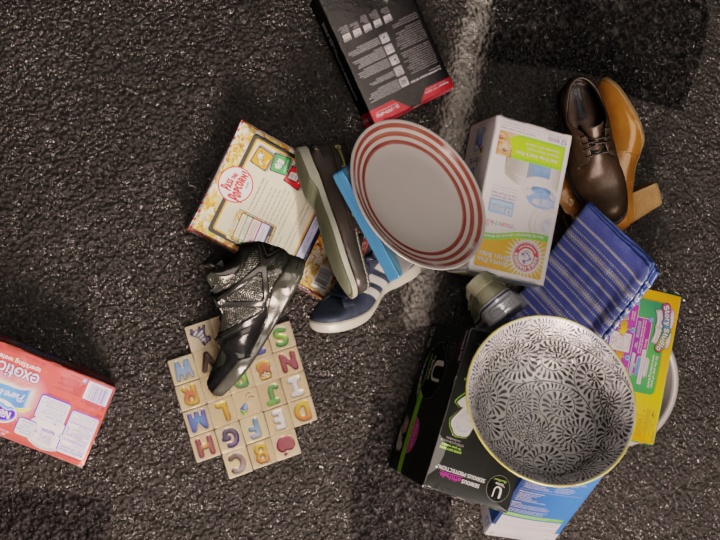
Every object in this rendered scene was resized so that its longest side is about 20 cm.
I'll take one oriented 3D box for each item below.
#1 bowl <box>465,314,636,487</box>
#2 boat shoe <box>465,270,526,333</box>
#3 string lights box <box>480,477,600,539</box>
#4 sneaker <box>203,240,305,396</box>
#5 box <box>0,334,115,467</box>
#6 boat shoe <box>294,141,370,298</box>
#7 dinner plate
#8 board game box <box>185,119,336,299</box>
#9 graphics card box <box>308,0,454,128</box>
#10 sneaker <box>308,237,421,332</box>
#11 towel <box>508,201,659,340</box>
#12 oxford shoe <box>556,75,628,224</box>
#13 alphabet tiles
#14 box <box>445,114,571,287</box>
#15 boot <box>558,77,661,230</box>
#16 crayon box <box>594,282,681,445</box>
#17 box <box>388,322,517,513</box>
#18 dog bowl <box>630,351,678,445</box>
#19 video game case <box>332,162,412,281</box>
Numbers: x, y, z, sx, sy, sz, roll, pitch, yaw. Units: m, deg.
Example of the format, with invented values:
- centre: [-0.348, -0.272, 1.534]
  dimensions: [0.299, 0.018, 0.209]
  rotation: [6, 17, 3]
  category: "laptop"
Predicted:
- centre: [0.211, 0.162, 1.242]
  dimensions: [0.198, 0.094, 0.203]
  rotation: [3, 66, -6]
  category: "bowl"
- centre: [0.168, 0.036, 1.351]
  dimensions: [0.072, 0.200, 0.062]
  rotation: [-34, 81, -1]
  category: "boat shoe"
- centre: [0.239, 0.267, 1.372]
  dimensions: [0.101, 0.059, 0.201]
  rotation: [12, 130, -15]
  category: "string lights box"
- centre: [-0.159, 0.051, 1.306]
  dimensions: [0.113, 0.076, 0.201]
  rotation: [27, 103, -8]
  category: "sneaker"
- centre: [-0.397, 0.143, 1.249]
  dimensions: [0.198, 0.095, 0.104]
  rotation: [23, 84, -13]
  category: "box"
- centre: [-0.022, -0.066, 1.288]
  dimensions: [0.060, 0.072, 0.203]
  rotation: [-15, 72, -16]
  category: "boat shoe"
- centre: [0.067, -0.090, 1.287]
  dimensions: [0.198, 0.024, 0.203]
  rotation: [18, 56, -29]
  category: "dinner plate"
- centre: [-0.099, -0.075, 1.352]
  dimensions: [0.198, 0.046, 0.153]
  rotation: [28, 83, -13]
  category: "board game box"
- centre: [0.024, -0.299, 1.383]
  dimensions: [0.124, 0.051, 0.202]
  rotation: [-27, 98, -13]
  category: "graphics card box"
- centre: [0.000, 0.000, 1.329]
  dimensions: [0.200, 0.074, 0.085]
  rotation: [-41, 129, -42]
  category: "sneaker"
- centre: [0.278, 0.029, 1.372]
  dimensions: [0.024, 0.145, 0.201]
  rotation: [12, 120, -44]
  category: "towel"
- centre: [0.299, -0.156, 1.387]
  dimensions: [0.072, 0.084, 0.203]
  rotation: [-18, 84, 4]
  category: "oxford shoe"
- centre: [-0.149, 0.153, 1.360]
  dimensions: [0.164, 0.006, 0.203]
  rotation: [-17, 94, -14]
  category: "alphabet tiles"
- centre: [0.191, -0.086, 1.400]
  dimensions: [0.111, 0.101, 0.203]
  rotation: [13, 87, -13]
  category: "box"
- centre: [0.315, -0.146, 1.450]
  dimensions: [0.142, 0.071, 0.204]
  rotation: [-22, 94, -10]
  category: "boot"
- centre: [0.340, 0.117, 1.401]
  dimensions: [0.117, 0.058, 0.203]
  rotation: [13, 87, -14]
  category: "crayon box"
- centre: [0.137, 0.183, 1.361]
  dimensions: [0.123, 0.148, 0.203]
  rotation: [20, 84, -15]
  category: "box"
- centre: [0.346, 0.149, 1.463]
  dimensions: [0.197, 0.059, 0.203]
  rotation: [0, 91, -15]
  category: "dog bowl"
- centre: [0.043, -0.084, 1.330]
  dimensions: [0.018, 0.200, 0.144]
  rotation: [-25, 98, 29]
  category: "video game case"
